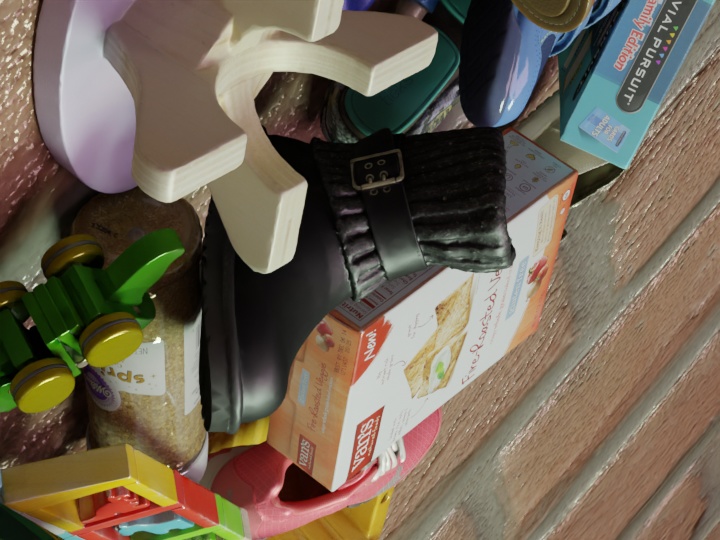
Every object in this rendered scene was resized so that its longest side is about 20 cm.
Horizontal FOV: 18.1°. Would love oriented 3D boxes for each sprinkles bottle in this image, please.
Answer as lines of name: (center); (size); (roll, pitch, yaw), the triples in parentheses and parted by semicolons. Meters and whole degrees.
sprinkles bottle: (-0.115, 0.043, 1.196); (0.068, 0.068, 0.200); (-39, 151, -31)

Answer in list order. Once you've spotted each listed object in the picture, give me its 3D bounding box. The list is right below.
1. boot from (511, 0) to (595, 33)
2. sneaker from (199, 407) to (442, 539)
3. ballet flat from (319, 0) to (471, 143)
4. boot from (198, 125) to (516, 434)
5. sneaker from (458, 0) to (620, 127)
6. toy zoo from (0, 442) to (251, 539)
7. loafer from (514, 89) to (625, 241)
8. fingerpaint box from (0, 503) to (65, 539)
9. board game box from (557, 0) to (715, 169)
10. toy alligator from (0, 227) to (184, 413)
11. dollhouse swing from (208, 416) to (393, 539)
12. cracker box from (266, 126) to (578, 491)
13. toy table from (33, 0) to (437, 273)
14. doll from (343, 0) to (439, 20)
boot: (0.123, -0.239, 1.194); (0.155, 0.076, 0.201); (-28, 106, -46)
sneaker: (-0.008, 0.117, 1.365); (0.200, 0.074, 0.087); (-25, -173, -40)
ballet flat: (0.047, -0.130, 1.291); (0.200, 0.072, 0.072); (-42, 153, -26)
boot: (0.000, -0.002, 1.139); (0.080, 0.157, 0.212); (92, 2, -46)
sneaker: (0.113, -0.161, 1.249); (0.074, 0.082, 0.201); (-30, -144, 64)
toy zoo: (-0.154, 0.132, 1.200); (0.131, 0.021, 0.200); (-16, 158, 13)
loafer: (0.095, -0.035, 1.459); (0.200, 0.068, 0.076); (-46, 156, 5)
fingerpaint box: (-0.211, 0.215, 1.112); (0.167, 0.073, 0.200); (33, 100, -25)
board game box: (0.173, -0.164, 1.369); (0.200, 0.047, 0.151); (-78, -167, -69)
toy alligator: (-0.164, 0.044, 1.085); (0.200, 0.059, 0.054); (-33, 154, 4)
dollhouse swing: (-0.024, 0.190, 1.424); (0.200, 0.176, 0.182); (-30, 147, -41)
cracker box: (0.036, 0.021, 1.309); (0.200, 0.058, 0.134); (-35, 149, -36)
toy table: (-0.064, -0.098, 1.044); (0.184, 0.117, 0.201); (-38, 150, -30)
doll: (0.021, -0.175, 1.183); (0.200, 0.048, 0.137); (-38, 140, -37)
